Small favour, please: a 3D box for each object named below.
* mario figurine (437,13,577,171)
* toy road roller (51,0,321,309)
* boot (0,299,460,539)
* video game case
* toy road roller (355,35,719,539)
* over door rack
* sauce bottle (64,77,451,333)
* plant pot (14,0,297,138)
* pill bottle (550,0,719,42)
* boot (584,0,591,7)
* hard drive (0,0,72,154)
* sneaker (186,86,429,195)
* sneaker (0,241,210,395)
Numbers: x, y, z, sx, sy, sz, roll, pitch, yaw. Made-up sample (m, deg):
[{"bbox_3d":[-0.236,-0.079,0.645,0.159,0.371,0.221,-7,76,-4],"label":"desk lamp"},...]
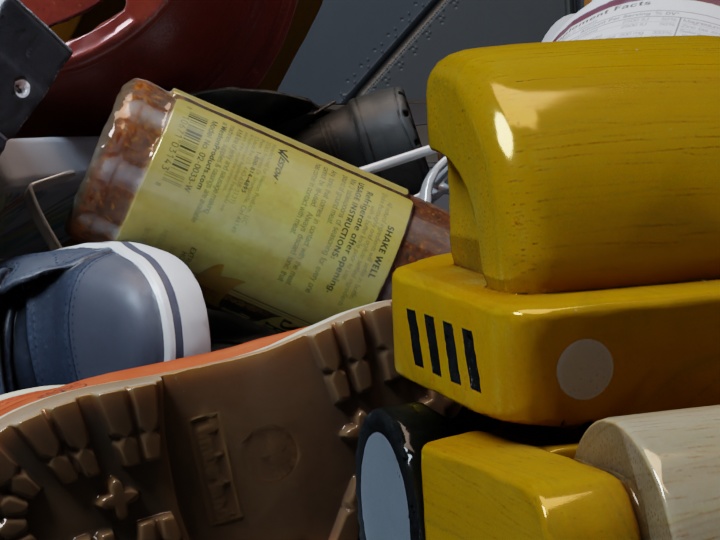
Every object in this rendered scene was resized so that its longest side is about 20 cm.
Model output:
[{"bbox_3d":[0.102,-0.036,1.156,0.106,0.124,0.200,-41,9,-13],"label":"mario figurine"},{"bbox_3d":[-0.085,-0.068,1.280,0.123,0.200,0.146,13,21,-43],"label":"toy road roller"},{"bbox_3d":[-0.029,0.048,0.800,0.200,0.075,0.107,-7,3,-20],"label":"boot"},{"bbox_3d":[-0.177,0.001,1.083,0.182,0.022,0.200,-30,-5,14],"label":"video game case"},{"bbox_3d":[0.072,0.019,0.665,0.123,0.146,0.200,-6,7,-16],"label":"toy road roller"},{"bbox_3d":[-0.033,0.000,1.055,0.200,0.067,0.148,-7,-11,-16],"label":"over door rack"},{"bbox_3d":[0.000,0.000,0.948,0.200,0.066,0.066,24,5,-4],"label":"sauce bottle"},{"bbox_3d":[-0.126,-0.141,1.113,0.200,0.201,0.195,-3,0,1],"label":"plant pot"},{"bbox_3d":[0.100,-0.028,0.909,0.109,0.110,0.200,-1,33,19],"label":"pill bottle"},{"bbox_3d":[0.174,-0.062,1.222,0.200,0.156,0.077,-2,-12,40],"label":"boot"},{"bbox_3d":[-0.193,-0.007,0.924,0.038,0.200,0.140,42,-18,-28],"label":"hard drive"},{"bbox_3d":[-0.020,-0.023,1.185,0.104,0.060,0.200,-18,-27,-2],"label":"sneaker"},{"bbox_3d":[-0.132,0.035,0.930,0.079,0.079,0.200,-3,-6,-39],"label":"sneaker"}]
